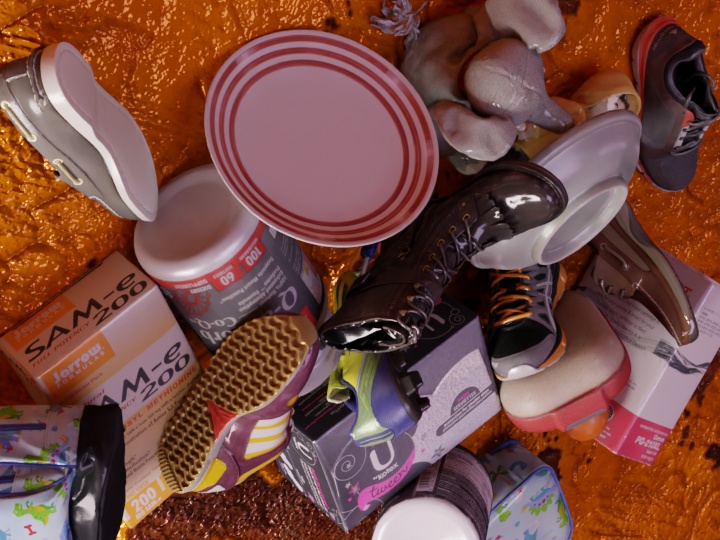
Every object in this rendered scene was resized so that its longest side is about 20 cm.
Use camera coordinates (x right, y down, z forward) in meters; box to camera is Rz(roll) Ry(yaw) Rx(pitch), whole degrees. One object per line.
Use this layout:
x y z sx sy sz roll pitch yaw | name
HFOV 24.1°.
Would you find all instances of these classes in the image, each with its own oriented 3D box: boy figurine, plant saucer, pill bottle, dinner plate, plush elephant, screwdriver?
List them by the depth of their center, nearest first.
-0.032 -0.105 1.369 0.199 0.201 0.024 -23 162 -29 | dinner plate
-0.095 0.014 1.414 0.116 0.116 0.200 -44 135 -10 | pill bottle
0.117 -0.164 1.460 0.199 0.155 0.165 27 96 -46 | plush elephant
0.000 0.000 1.481 0.029 0.028 0.201 54 43 -38 | screwdriver
0.186 -0.058 1.522 0.199 0.050 0.200 -34 160 -14 | plant saucer
0.189 -0.112 1.620 0.200 0.064 0.125 -42 134 -8 | boy figurine
0.075 0.233 1.642 0.200 0.105 0.107 -59 169 -73 | pill bottle

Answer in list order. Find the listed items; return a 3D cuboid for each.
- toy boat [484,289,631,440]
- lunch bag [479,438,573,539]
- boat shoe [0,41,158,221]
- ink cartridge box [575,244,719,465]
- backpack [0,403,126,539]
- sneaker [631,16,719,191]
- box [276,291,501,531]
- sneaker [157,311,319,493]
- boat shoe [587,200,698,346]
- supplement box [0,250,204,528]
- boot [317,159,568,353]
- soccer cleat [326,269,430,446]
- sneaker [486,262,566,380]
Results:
0.202 0.110 1.661 0.130 0.200 0.131 -27 114 4 | toy boat
0.129 0.292 1.797 0.200 0.082 0.161 -39 133 -15 | lunch bag
-0.212 -0.099 1.287 0.060 0.073 0.202 -11 148 13 | boat shoe
0.282 0.076 1.752 0.084 0.145 0.201 22 100 -48 | ink cartridge box
-0.291 0.176 1.308 0.164 0.198 0.154 101 2 -47 | backpack
0.320 -0.153 1.693 0.077 0.082 0.201 -33 132 -20 | sneaker
0.017 0.120 1.575 0.199 0.115 0.133 -35 132 -19 | box
-0.084 0.107 1.388 0.090 0.075 0.200 6 136 -48 | sneaker
0.264 -0.003 1.670 0.072 0.201 0.076 -33 154 4 | boat shoe
-0.198 0.102 1.410 0.126 0.073 0.201 -39 134 -16 | supplement box
0.067 -0.001 1.393 0.069 0.199 0.175 53 43 -23 | boot
-0.003 0.073 1.486 0.083 0.201 0.065 -31 130 8 | soccer cleat
0.150 0.029 1.615 0.078 0.201 0.078 -17 122 18 | sneaker
